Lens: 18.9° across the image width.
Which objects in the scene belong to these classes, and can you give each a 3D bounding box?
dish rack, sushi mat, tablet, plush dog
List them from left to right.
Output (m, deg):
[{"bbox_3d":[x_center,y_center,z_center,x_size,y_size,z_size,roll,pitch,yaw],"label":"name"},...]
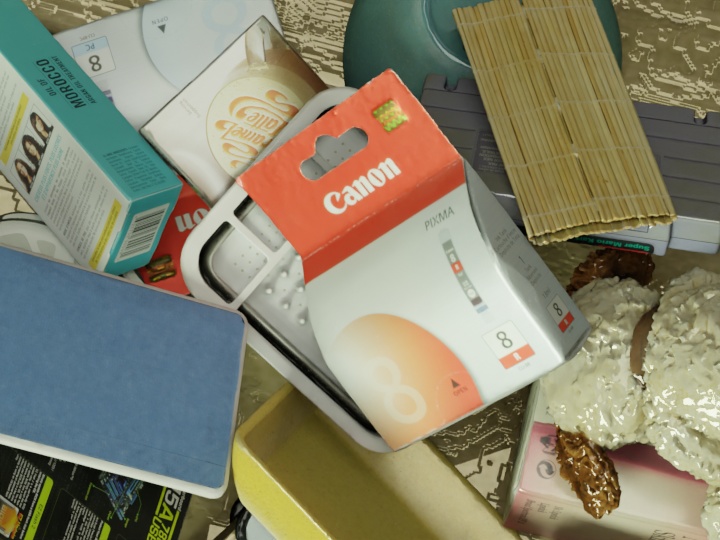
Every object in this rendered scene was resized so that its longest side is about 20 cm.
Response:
[{"bbox_3d":[-0.168,0.058,1.316,0.199,0.014,0.131,17,59,-18],"label":"tablet"},{"bbox_3d":[0.000,0.000,1.406,0.200,0.044,0.172,42,86,-7],"label":"dish rack"},{"bbox_3d":[0.124,-0.099,1.337,0.095,0.012,0.201,-8,51,-9],"label":"sushi mat"},{"bbox_3d":[0.189,0.062,1.309,0.171,0.160,0.201,-2,65,27],"label":"plush dog"}]

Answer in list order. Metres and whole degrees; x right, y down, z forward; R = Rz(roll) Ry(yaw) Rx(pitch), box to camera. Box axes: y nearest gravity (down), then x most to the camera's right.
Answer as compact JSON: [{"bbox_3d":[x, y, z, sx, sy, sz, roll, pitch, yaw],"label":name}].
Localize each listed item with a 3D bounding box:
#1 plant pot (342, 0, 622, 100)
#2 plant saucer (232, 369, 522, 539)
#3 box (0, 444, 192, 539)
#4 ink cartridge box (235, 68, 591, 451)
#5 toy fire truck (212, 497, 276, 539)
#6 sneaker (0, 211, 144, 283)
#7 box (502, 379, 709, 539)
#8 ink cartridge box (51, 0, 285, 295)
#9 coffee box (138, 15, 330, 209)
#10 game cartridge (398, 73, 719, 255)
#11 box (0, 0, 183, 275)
[{"bbox_3d":[0.086,-0.162,1.474,0.199,0.135,0.201,0,79,1],"label":"plant pot"},{"bbox_3d":[0.006,0.159,1.397,0.200,0.200,0.048,46,113,1],"label":"plant saucer"},{"bbox_3d":[-0.201,0.158,1.322,0.047,0.193,0.201,-20,39,35],"label":"box"},{"bbox_3d":[0.022,-0.001,1.313,0.200,0.162,0.050,50,43,-9],"label":"ink cartridge box"},{"bbox_3d":[-0.051,0.265,1.415,0.176,0.129,0.200,-42,94,-7],"label":"toy fire truck"},{"bbox_3d":[-0.188,0.038,1.443,0.200,0.115,0.076,34,116,6],"label":"sneaker"},{"bbox_3d":[0.203,0.130,1.418,0.199,0.128,0.110,13,73,4],"label":"box"},{"bbox_3d":[-0.114,-0.093,1.507,0.159,0.047,0.201,-18,78,-3],"label":"ink cartridge box"},{"bbox_3d":[-0.042,-0.059,1.461,0.114,0.080,0.200,-42,96,-4],"label":"coffee box"},{"bbox_3d":[0.129,-0.066,1.355,0.199,0.039,0.130,8,42,5],"label":"game cartridge"},{"bbox_3d":[-0.208,-0.092,1.466,0.049,0.082,0.200,-21,61,-42],"label":"box"}]
